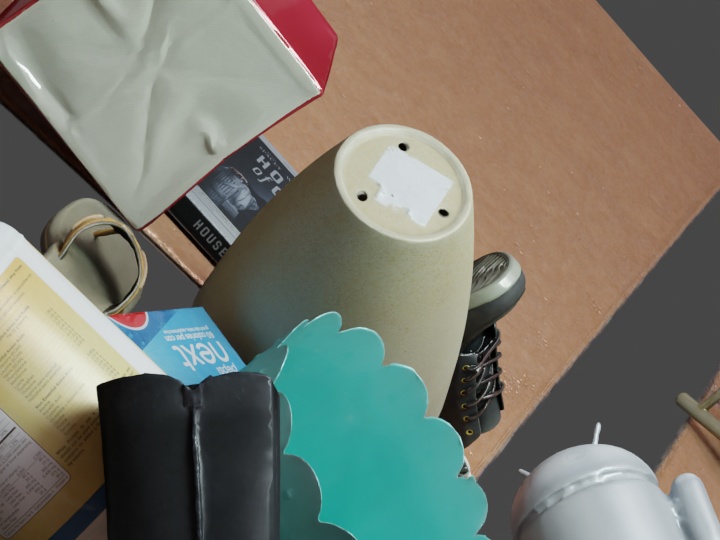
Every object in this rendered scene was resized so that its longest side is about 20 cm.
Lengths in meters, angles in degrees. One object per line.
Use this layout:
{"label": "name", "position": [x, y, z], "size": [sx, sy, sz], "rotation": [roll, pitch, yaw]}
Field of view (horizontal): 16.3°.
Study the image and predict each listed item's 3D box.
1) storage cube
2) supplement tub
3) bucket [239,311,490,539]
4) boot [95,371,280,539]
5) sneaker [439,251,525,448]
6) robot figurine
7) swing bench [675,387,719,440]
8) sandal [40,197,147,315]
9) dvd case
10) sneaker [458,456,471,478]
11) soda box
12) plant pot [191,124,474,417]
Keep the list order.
{"label": "storage cube", "position": [-0.137, -0.164, 1.761], "size": [0.200, 0.171, 0.180], "rotation": [52, 13, -13]}
{"label": "supplement tub", "position": [-0.197, 0.066, 1.339], "size": [0.200, 0.145, 0.145], "rotation": [44, 22, -8]}
{"label": "bucket", "position": [-0.030, 0.143, 1.505], "size": [0.207, 0.135, 0.208], "rotation": [42, 28, -29]}
{"label": "boot", "position": [-0.119, 0.151, 1.243], "size": [0.066, 0.164, 0.201], "rotation": [145, -54, -77]}
{"label": "sneaker", "position": [0.085, 0.061, 1.834], "size": [0.106, 0.200, 0.075], "rotation": [49, 58, -4]}
{"label": "robot figurine", "position": [0.175, 0.207, 1.781], "size": [0.113, 0.169, 0.201], "rotation": [58, 9, -57]}
{"label": "swing bench", "position": [0.435, 0.176, 2.366], "size": [0.199, 0.130, 0.200], "rotation": [19, 35, -51]}
{"label": "sandal", "position": [-0.172, -0.004, 1.625], "size": [0.080, 0.054, 0.200], "rotation": [45, 16, -7]}
{"label": "dvd case", "position": [-0.066, -0.029, 1.915], "size": [0.150, 0.025, 0.200], "rotation": [47, 22, -2]}
{"label": "sneaker", "position": [0.014, 0.098, 1.782], "size": [0.200, 0.077, 0.085], "rotation": [49, 16, 3]}
{"label": "soda box", "position": [-0.148, 0.070, 1.536], "size": [0.068, 0.064, 0.200], "rotation": [53, 21, 15]}
{"label": "plant pot", "position": [0.000, 0.000, 1.653], "size": [0.186, 0.200, 0.188], "rotation": [10, 52, -13]}
